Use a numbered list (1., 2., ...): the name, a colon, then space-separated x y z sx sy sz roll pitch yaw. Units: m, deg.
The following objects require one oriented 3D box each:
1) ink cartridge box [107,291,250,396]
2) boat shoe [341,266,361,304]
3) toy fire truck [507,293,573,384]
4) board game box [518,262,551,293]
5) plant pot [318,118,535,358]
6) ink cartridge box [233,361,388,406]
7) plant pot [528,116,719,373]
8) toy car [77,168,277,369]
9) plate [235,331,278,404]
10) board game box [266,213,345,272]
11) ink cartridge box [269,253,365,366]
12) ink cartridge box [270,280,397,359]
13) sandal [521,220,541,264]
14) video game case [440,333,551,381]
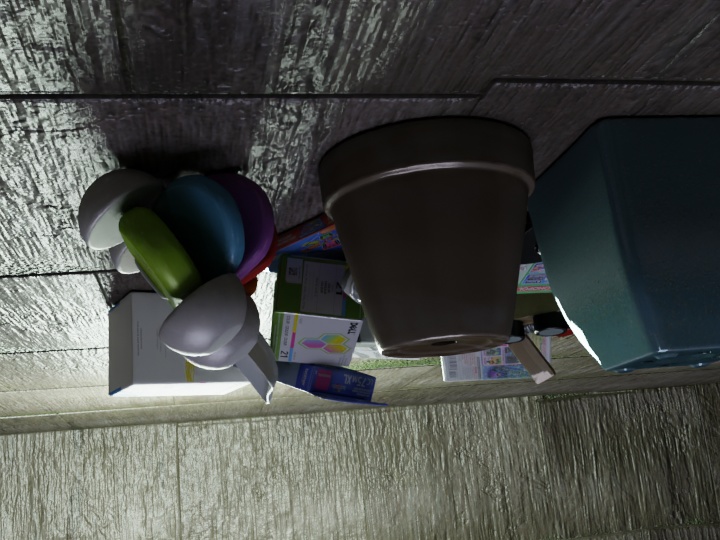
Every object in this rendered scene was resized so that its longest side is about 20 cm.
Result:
1. ink cartridge box: -0.245 0.108 1.284 0.198 0.127 0.128 3 164 -30
2. boat shoe: 0.065 0.036 0.976 0.201 0.065 0.075 23 108 -46
3. toy fire truck: 0.258 0.087 1.344 0.175 0.130 0.199 -15 158 31
4. board game box: 0.187 -0.011 1.116 0.198 0.029 0.135 -2 154 -12
5. plant pot: 0.066 -0.016 0.809 0.198 0.175 0.200 -5 167 -1
6. ink cartridge box: -0.067 0.137 1.192 0.119 0.042 0.199 17 178 -44
7. plant pot: 0.287 -0.012 0.849 0.194 0.202 0.196 -2 165 -11
8. toy car: -0.142 -0.019 0.812 0.150 0.175 0.200 -39 168 -7
9. plate: -0.158 0.065 1.085 0.032 0.200 0.200 -37 173 -15
10. board game box: -0.045 -0.029 1.032 0.102 0.020 0.199 6 163 -40
11. ink cartridge box: -0.005 0.055 1.070 0.198 0.076 0.148 7 152 -4
12. ink cartridge box: -0.013 0.071 1.260 0.198 0.085 0.146 2 166 8
13. sandal: 0.266 -0.034 1.029 0.198 0.045 0.075 -7 141 -6
14. video game case: 0.217 0.109 1.460 0.180 0.024 0.201 -4 135 8
